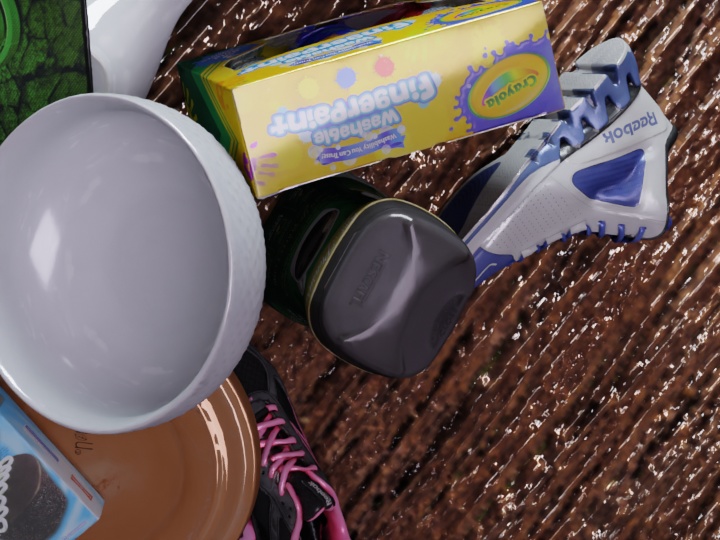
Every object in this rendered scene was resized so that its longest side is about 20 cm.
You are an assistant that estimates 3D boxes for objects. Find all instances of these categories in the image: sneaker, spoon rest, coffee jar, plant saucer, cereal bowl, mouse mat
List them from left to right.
[{"bbox_3d":[-0.244,-0.117,1.464,0.160,0.008,0.201,-3,101,3],"label":"mouse mat"},{"bbox_3d":[-0.163,0.119,1.501,0.200,0.032,0.201,1,100,8],"label":"plant saucer"},{"bbox_3d":[-0.146,-0.150,1.493,0.200,0.061,0.099,-36,106,7],"label":"spoon rest"},{"bbox_3d":[-0.136,-0.004,1.423,0.083,0.200,0.201,0,104,-60],"label":"cereal bowl"},{"bbox_3d":[-0.052,0.128,1.536,0.079,0.095,0.200,-32,109,-26],"label":"sneaker"},{"bbox_3d":[0.000,0.000,1.478,0.085,0.200,0.105,29,92,-19],"label":"coffee jar"},{"bbox_3d":[0.143,-0.044,1.575,0.115,0.081,0.199,44,84,-16],"label":"sneaker"}]

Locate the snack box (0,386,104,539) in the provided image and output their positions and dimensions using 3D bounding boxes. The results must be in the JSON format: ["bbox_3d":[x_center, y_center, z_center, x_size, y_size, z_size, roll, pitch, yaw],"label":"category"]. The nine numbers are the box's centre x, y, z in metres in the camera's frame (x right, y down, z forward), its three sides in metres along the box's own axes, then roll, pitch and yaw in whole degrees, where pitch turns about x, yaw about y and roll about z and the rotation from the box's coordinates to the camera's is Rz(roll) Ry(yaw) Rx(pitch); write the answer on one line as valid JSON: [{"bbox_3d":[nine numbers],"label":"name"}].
[{"bbox_3d":[-0.271,0.167,1.482,0.200,0.037,0.116,-39,101,12],"label":"snack box"}]

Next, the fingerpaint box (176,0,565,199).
[{"bbox_3d":[0.002,-0.116,1.476,0.199,0.167,0.074,-17,104,-12],"label":"fingerpaint box"}]
